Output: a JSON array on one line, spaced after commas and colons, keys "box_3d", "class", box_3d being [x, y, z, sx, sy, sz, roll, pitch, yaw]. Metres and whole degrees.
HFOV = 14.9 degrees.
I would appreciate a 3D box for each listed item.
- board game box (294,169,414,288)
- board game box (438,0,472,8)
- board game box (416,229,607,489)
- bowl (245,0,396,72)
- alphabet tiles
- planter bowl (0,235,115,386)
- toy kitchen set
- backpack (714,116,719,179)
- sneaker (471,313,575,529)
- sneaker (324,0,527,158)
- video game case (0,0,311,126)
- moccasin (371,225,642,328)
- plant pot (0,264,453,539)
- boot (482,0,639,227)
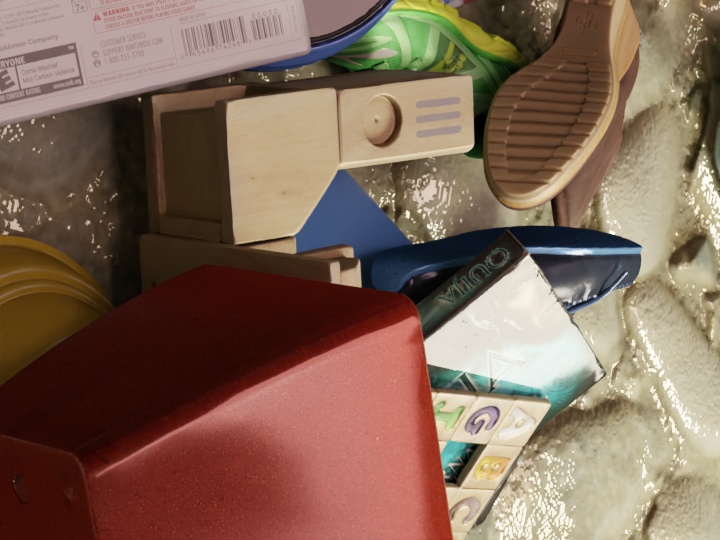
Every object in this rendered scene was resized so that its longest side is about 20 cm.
[{"box_3d": [-0.047, 0.017, 1.595, 0.200, 0.039, 0.158, 46, 66, -35], "class": "board game box"}, {"box_3d": [0.074, -0.273, 1.656, 0.134, 0.045, 0.201, -21, 109, -9], "class": "board game box"}, {"box_3d": [0.039, 0.081, 1.593, 0.200, 0.028, 0.135, -39, 139, -2], "class": "board game box"}, {"box_3d": [-0.050, -0.212, 1.528, 0.199, 0.039, 0.202, 0, 90, -24], "class": "bowl"}, {"box_3d": [0.007, 0.148, 1.593, 0.167, 0.008, 0.201, 7, 122, -46], "class": "alphabet tiles"}, {"box_3d": [-0.165, 0.083, 1.439, 0.200, 0.083, 0.202, -2, 93, -46], "class": "planter bowl"}, {"box_3d": [0.000, 0.000, 1.496, 0.180, 0.163, 0.201, -10, 102, -39], "class": "toy kitchen set"}, {"box_3d": [0.337, -0.091, 1.910, 0.178, 0.150, 0.201, -50, 132, -36], "class": "backpack"}, {"box_3d": [0.086, 0.074, 1.724, 0.201, 0.079, 0.096, -62, 152, -24], "class": "sneaker"}, {"box_3d": [0.032, -0.115, 1.644, 0.199, 0.074, 0.084, 18, 75, -46], "class": "sneaker"}, {"box_3d": [-0.133, -0.183, 1.452, 0.199, 0.022, 0.183, -15, 101, -23], "class": "video game case"}, {"box_3d": [0.083, 0.013, 1.649, 0.199, 0.080, 0.069, -6, 105, -33], "class": "moccasin"}, {"box_3d": [-0.084, 0.121, 1.339, 0.176, 0.199, 0.201, -16, 103, -33], "class": "plant pot"}, {"box_3d": [0.130, -0.073, 1.705, 0.167, 0.072, 0.201, 83, 26, -51], "class": "boot"}]
